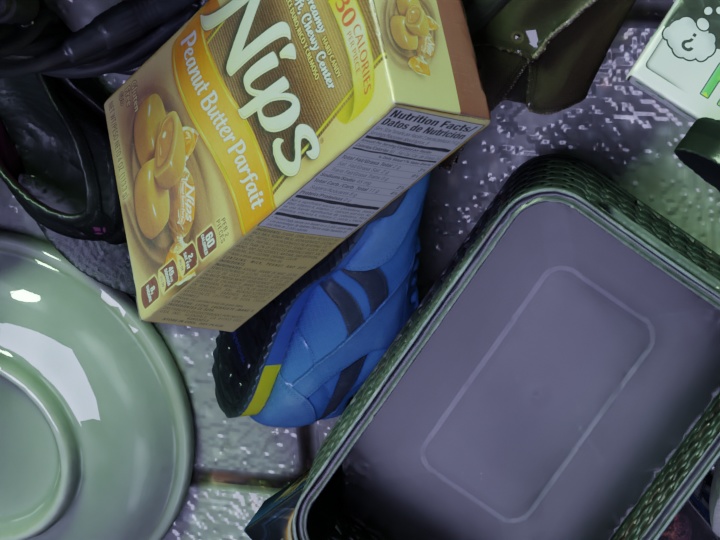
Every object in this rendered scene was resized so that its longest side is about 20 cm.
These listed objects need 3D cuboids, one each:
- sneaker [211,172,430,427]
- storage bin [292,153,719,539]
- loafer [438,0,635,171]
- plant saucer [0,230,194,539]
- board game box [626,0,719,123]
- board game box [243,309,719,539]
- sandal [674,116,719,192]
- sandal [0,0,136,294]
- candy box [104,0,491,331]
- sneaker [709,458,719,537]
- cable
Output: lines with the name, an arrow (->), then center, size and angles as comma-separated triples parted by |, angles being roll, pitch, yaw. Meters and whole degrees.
sneaker -> 0.000, 0.000, 1.290 | 0.078, 0.066, 0.200 | 5, 138, -24
storage bin -> 0.076, 0.065, 1.240 | 0.135, 0.094, 0.200 | 34, 102, -2
loafer -> 0.083, -0.109, 1.222 | 0.200, 0.073, 0.071 | -33, 103, 39
plant saucer -> -0.183, 0.079, 1.413 | 0.200, 0.050, 0.200 | 8, 115, 17
board game box -> 0.227, -0.079, 1.166 | 0.200, 0.035, 0.126 | 32, 91, 4
board game box -> 0.060, 0.118, 1.348 | 0.200, 0.035, 0.136 | -38, 97, 30
sandal -> 0.204, 0.011, 1.152 | 0.200, 0.075, 0.048 | 34, 86, -9
sandal -> -0.150, -0.064, 1.327 | 0.075, 0.048, 0.200 | -33, 98, 29
candy box -> -0.032, -0.069, 1.223 | 0.200, 0.055, 0.115 | -39, 54, 44
sneaker -> 0.222, 0.049, 1.240 | 0.088, 0.075, 0.200 | 24, 119, -4
cable -> -0.112, -0.136, 1.220 | 0.163, 0.200, 0.051 | -35, 69, 38
